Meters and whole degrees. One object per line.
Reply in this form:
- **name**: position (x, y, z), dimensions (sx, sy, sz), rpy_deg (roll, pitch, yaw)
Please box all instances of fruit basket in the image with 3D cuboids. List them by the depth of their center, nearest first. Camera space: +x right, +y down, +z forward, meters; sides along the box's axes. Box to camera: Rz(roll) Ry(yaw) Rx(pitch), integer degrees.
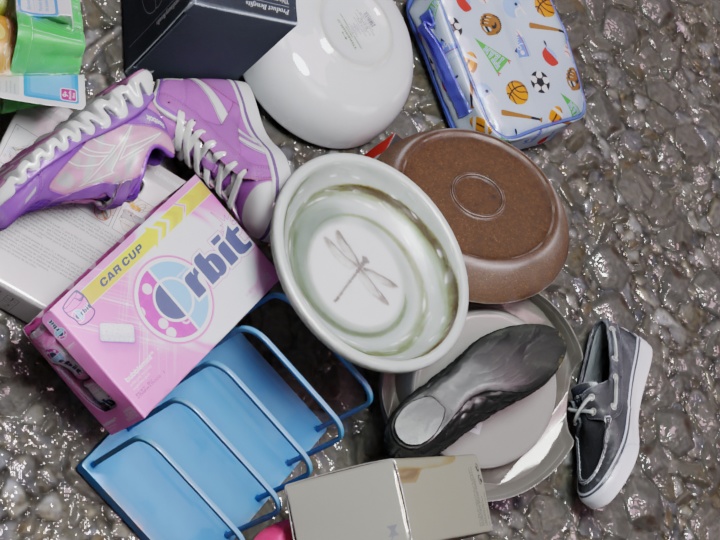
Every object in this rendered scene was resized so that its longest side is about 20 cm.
- **fruit basket**: position (-0.327, -0.210, 1.455), dimensions (0.199, 0.094, 0.186), rpy_deg (12, 39, -23)

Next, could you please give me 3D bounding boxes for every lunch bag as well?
- **lunch bag**: position (0.133, -0.220, 1.795), dimensions (0.160, 0.075, 0.201), rpy_deg (-18, 83, -34)

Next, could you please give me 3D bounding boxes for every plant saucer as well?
- **plant saucer**: position (0.000, 0.000, 1.500), dimensions (0.199, 0.050, 0.201), rpy_deg (18, 56, -29)
- **plant saucer**: position (0.103, -0.060, 1.619), dimensions (0.199, 0.035, 0.201), rpy_deg (10, 50, -12)

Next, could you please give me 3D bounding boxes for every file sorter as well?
- **file sorter**: position (-0.104, 0.135, 1.470), dimensions (0.139, 0.123, 0.200), rpy_deg (48, 53, -8)

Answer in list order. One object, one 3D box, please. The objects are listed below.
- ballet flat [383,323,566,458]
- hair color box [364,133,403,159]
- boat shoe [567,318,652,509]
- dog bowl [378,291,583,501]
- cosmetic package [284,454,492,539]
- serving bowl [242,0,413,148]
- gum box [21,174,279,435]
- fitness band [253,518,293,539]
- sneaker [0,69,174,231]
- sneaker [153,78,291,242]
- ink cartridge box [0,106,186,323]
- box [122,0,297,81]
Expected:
- **ballet flat**: position (0.099, 0.105, 1.568), dimensions (0.199, 0.057, 0.067), rpy_deg (-29, 77, -22)
- **hair color box**: position (0.074, -0.026, 1.686), dimensions (0.200, 0.061, 0.102), rpy_deg (38, 56, -16)
- **boat shoe**: position (0.233, 0.135, 1.719), dimensions (0.068, 0.072, 0.201), rpy_deg (33, 54, -20)
- **dog bowl**: position (0.107, 0.108, 1.618), dimensions (0.199, 0.059, 0.202), rpy_deg (0, 90, -18)
- **cosmetic package**: position (0.027, 0.197, 1.463), dimensions (0.200, 0.105, 0.072), rpy_deg (14, 63, -68)
- **serving bowl**: position (-0.023, -0.221, 1.689), dimensions (0.199, 0.066, 0.202), rpy_deg (16, 62, -33)
- **gum box**: position (-0.172, 0.030, 1.447), dimensions (0.114, 0.066, 0.200), rpy_deg (49, 54, -9)
- **fitness band**: position (-0.032, 0.273, 1.459), dimensions (0.200, 0.037, 0.145), rpy_deg (4, 72, -64)
- **sneaker**: position (-0.225, -0.083, 1.453), dimensions (0.200, 0.080, 0.089), rpy_deg (-42, 107, -36)
- **sneaker**: position (-0.135, -0.098, 1.546), dimensions (0.114, 0.073, 0.201), rpy_deg (5, 36, -30)
- **ink cartridge box**: position (-0.237, -0.031, 1.496), dimensions (0.199, 0.045, 0.177), rpy_deg (32, 57, -19)
- **box**: position (-0.140, -0.287, 1.596), dimensions (0.106, 0.148, 0.201), rpy_deg (8, 68, -30)
